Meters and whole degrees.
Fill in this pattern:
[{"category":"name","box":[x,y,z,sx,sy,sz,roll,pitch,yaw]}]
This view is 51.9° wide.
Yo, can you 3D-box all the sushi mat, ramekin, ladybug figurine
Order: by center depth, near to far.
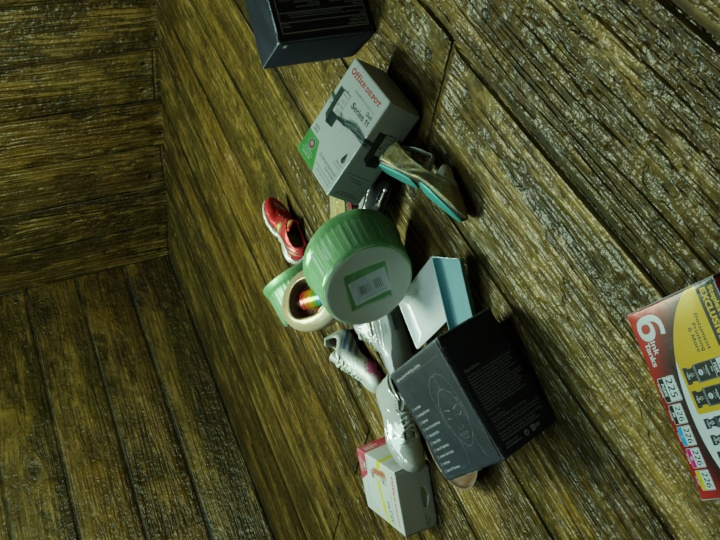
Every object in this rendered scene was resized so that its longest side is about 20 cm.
[{"category":"ramekin","box":[0.000,0.000,1.361,0.098,0.195,0.204,-122,28,-48]},{"category":"sushi mat","box":[-0.047,-0.180,1.463,0.095,0.012,0.207,176,91,-69]},{"category":"ladybug figurine","box":[-0.083,0.060,1.545,0.197,0.071,0.140,-12,71,42]},{"category":"ramekin","box":[-0.117,0.048,1.710,0.099,0.196,0.200,62,155,9]}]

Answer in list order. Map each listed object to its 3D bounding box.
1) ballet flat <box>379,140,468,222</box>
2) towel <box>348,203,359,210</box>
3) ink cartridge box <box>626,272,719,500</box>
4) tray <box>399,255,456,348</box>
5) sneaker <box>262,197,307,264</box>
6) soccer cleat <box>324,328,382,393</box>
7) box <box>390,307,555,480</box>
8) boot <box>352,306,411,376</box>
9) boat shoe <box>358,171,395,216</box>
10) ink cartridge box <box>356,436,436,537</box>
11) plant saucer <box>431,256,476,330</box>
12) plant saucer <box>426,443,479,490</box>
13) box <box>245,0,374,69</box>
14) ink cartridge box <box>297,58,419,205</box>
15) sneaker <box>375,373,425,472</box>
[{"category":"ballet flat","box":[0.112,-0.154,1.211,0.199,0.070,0.072,38,139,33]},{"category":"towel","box":[-0.016,-0.200,1.471,0.201,0.022,0.148,94,164,-61]},{"category":"ink cartridge box","box":[0.378,0.103,0.717,0.205,0.082,0.176,71,156,14]},{"category":"tray","box":[0.125,0.061,1.361,0.110,0.022,0.201,68,156,18]},{"category":"sneaker","box":[-0.189,-0.118,1.946,0.203,0.076,0.085,58,147,15]},{"category":"soccer cleat","box":[-0.020,0.216,1.707,0.201,0.084,0.071,52,148,43]},{"category":"box","box":[0.169,0.200,1.171,0.200,0.122,0.200,59,152,10]},{"category":"boot","box":[0.040,0.134,1.503,0.094,0.073,0.206,-21,74,38]},{"category":"boat shoe","box":[0.027,-0.107,1.439,0.059,0.074,0.203,24,132,14]},{"category":"ink cartridge box","box":[0.077,0.470,1.626,0.199,0.081,0.150,6,108,66]},{"category":"plant saucer","box":[0.168,0.072,1.232,0.069,0.019,0.205,7,117,54]},{"category":"plant saucer","box":[0.173,0.299,1.367,0.200,0.036,0.205,45,142,50]},{"category":"box","box":[-0.103,-0.495,1.353,0.123,0.195,0.204,-22,83,66]},{"category":"ink cartridge box","box":[-0.006,-0.244,1.306,0.201,0.082,0.148,-53,49,23]},{"category":"sneaker","box":[0.088,0.305,1.522,0.116,0.072,0.204,112,140,-59]}]
